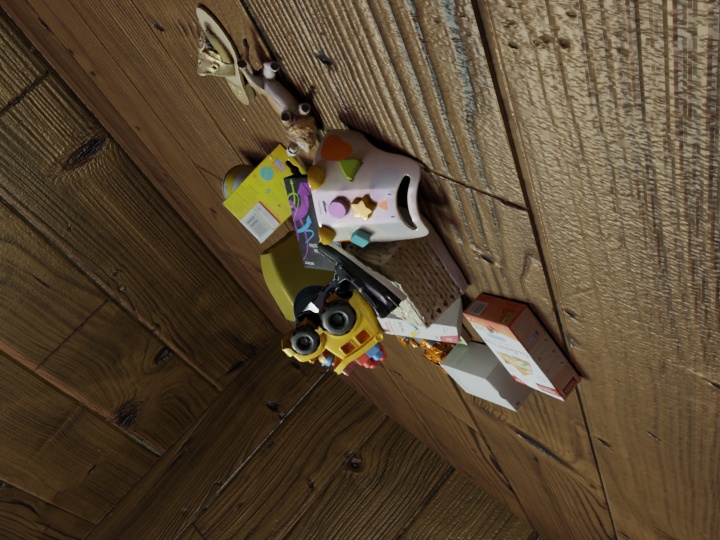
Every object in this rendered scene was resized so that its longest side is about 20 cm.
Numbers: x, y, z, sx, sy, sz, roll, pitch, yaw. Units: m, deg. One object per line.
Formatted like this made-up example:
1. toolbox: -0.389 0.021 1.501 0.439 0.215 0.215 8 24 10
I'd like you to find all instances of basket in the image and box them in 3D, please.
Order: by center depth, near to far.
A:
1. basket: 0.082 -0.006 1.218 0.135 0.123 0.200 23 155 52

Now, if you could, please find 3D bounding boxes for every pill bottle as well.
1. pill bottle: -0.249 -0.192 1.602 0.200 0.112 0.112 22 155 55

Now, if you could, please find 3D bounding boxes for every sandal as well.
1. sandal: -0.261 -0.369 1.209 0.078 0.070 0.212 34 163 31

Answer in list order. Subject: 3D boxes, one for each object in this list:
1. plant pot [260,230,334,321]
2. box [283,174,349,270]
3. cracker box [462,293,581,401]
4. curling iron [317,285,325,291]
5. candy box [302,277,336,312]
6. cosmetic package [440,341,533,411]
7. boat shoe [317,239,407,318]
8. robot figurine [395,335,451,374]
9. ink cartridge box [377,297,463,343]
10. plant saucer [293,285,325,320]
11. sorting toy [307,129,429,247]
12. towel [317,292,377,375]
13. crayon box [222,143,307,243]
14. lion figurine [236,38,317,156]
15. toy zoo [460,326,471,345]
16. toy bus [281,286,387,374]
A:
1. plant pot: -0.157 0.000 1.781 0.200 0.195 0.194 56 163 -12
2. box: -0.083 -0.097 1.360 0.143 0.036 0.200 7 117 47
3. cracker box: 0.290 0.137 1.199 0.200 0.058 0.134 49 165 -23
4. curling iron: -0.023 0.064 1.694 0.200 0.026 0.050 10 -156 -34
5. candy box: -0.019 0.091 1.604 0.168 0.200 0.072 44 138 0
6. cosmetic package: 0.273 0.223 1.439 0.108 0.085 0.200 47 165 -17
7. boat shoe: -0.013 0.016 1.137 0.199 0.066 0.075 35 177 25
8. robot figurine: 0.154 0.176 1.678 0.200 0.058 0.145 31 160 39
9. ink cartridge box: 0.105 0.091 1.359 0.200 0.068 0.117 7 159 14
10. plant saucer: -0.081 0.125 1.622 0.200 0.200 0.027 43 127 0
11. sorting toy: 0.022 -0.115 1.062 0.180 0.107 0.200 5 121 29
12. towel: -0.023 0.117 1.507 0.144 0.200 0.023 39 172 2
13. crayon box: -0.191 -0.171 1.460 0.127 0.200 0.051 46 -155 -9
14. lion figurine: -0.139 -0.292 1.133 0.200 0.072 0.122 59 177 -5
15. toy zoo: 0.145 0.107 1.515 0.200 0.020 0.131 7 143 52
16. toy bus: -0.041 0.151 1.429 0.192 0.200 0.136 51 -171 -14
